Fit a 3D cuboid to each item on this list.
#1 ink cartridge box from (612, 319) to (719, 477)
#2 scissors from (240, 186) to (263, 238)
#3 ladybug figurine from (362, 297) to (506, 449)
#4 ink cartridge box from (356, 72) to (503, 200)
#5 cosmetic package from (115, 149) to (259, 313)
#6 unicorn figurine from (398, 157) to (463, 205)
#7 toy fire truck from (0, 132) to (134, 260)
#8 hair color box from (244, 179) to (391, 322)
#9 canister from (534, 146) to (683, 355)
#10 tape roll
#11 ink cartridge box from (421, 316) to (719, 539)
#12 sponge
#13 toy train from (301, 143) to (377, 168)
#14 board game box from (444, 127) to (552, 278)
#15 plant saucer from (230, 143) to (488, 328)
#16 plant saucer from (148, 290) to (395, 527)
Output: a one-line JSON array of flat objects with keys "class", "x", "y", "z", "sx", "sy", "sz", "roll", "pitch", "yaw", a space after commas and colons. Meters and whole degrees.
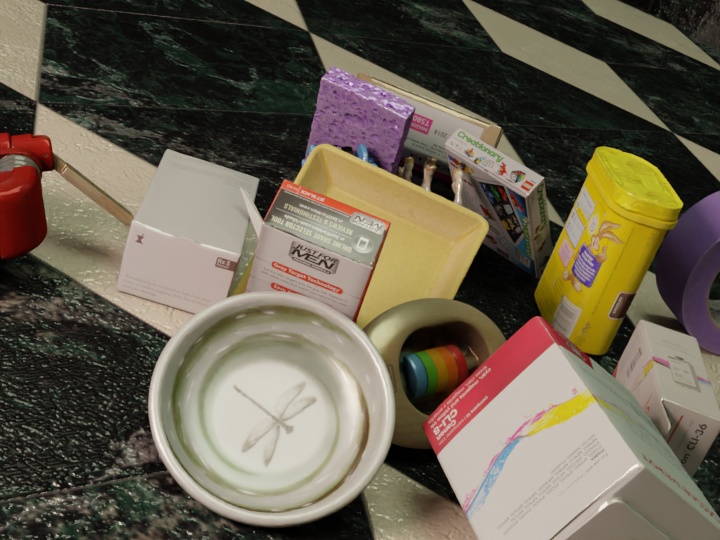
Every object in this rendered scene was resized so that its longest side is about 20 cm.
[{"class": "ink cartridge box", "x": 0.289, "y": 0.150, "z": 1.223, "sx": 0.067, "sy": 0.117, "sz": 0.200, "roll": 19, "pitch": 26, "yaw": -4}, {"class": "scissors", "x": -0.082, "y": 0.006, "z": 1.239, "sx": 0.073, "sy": 0.014, "sz": 0.200, "roll": -38, "pitch": 76, "yaw": -12}, {"class": "ladybug figurine", "x": 0.054, "y": 0.096, "z": 1.162, "sx": 0.199, "sy": 0.136, "sz": 0.072, "roll": -4, "pitch": -9, "yaw": -38}, {"class": "ink cartridge box", "x": 0.075, "y": -0.169, "z": 1.651, "sx": 0.199, "sy": 0.075, "sz": 0.165, "roll": 23, "pitch": -9, "yaw": 4}, {"class": "cosmetic package", "x": -0.173, "y": -0.041, "z": 1.289, "sx": 0.112, "sy": 0.081, "sz": 0.200, "roll": 18, "pitch": 26, "yaw": -5}, {"class": "unicorn figurine", "x": 0.076, "y": -0.058, "z": 1.485, "sx": 0.073, "sy": 0.138, "sz": 0.200, "roll": 8, "pitch": 12, "yaw": -2}, {"class": "toy fire truck", "x": -0.314, "y": -0.069, "z": 1.181, "sx": 0.199, "sy": 0.129, "sz": 0.176, "roll": -9, "pitch": 33, "yaw": -13}, {"class": "hair color box", "x": -0.048, "y": 0.023, "z": 1.109, "sx": 0.101, "sy": 0.200, "sz": 0.061, "roll": 22, "pitch": 49, "yaw": 2}, {"class": "canister", "x": 0.280, "y": -0.022, "z": 1.455, "sx": 0.086, "sy": 0.201, "sz": 0.149, "roll": 15, "pitch": 26, "yaw": -13}, {"class": "tape roll", "x": 0.475, "y": 0.002, "z": 1.559, "sx": 0.199, "sy": 0.201, "sz": 0.085, "roll": 12, "pitch": 27, "yaw": -18}, {"class": "ink cartridge box", "x": 0.170, "y": 0.170, "z": 1.009, "sx": 0.145, "sy": 0.145, "sz": 0.200, "roll": 39, "pitch": 13, "yaw": -32}, {"class": "sponge", "x": -0.007, "y": -0.143, "z": 1.494, "sx": 0.111, "sy": 0.200, "sz": 0.030, "roll": 27, "pitch": 53, "yaw": 8}, {"class": "toy train", "x": -0.017, "y": -0.066, "z": 1.414, "sx": 0.086, "sy": 0.115, "sz": 0.200, "roll": -2, "pitch": 31, "yaw": -11}, {"class": "board game box", "x": 0.170, "y": -0.078, "z": 1.529, "sx": 0.126, "sy": 0.200, "sz": 0.035, "roll": 35, "pitch": 73, "yaw": 26}, {"class": "plant saucer", "x": 0.000, "y": 0.000, "z": 1.272, "sx": 0.199, "sy": 0.201, "sz": 0.048, "roll": 26, "pitch": -16, "yaw": 9}, {"class": "plant saucer", "x": -0.073, "y": 0.116, "z": 1.029, "sx": 0.199, "sy": 0.050, "sz": 0.201, "roll": 4, "pitch": 63, "yaw": -8}]
